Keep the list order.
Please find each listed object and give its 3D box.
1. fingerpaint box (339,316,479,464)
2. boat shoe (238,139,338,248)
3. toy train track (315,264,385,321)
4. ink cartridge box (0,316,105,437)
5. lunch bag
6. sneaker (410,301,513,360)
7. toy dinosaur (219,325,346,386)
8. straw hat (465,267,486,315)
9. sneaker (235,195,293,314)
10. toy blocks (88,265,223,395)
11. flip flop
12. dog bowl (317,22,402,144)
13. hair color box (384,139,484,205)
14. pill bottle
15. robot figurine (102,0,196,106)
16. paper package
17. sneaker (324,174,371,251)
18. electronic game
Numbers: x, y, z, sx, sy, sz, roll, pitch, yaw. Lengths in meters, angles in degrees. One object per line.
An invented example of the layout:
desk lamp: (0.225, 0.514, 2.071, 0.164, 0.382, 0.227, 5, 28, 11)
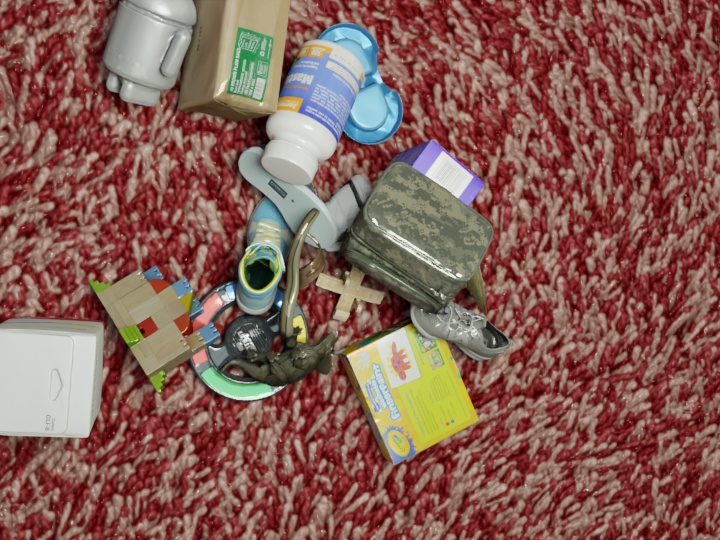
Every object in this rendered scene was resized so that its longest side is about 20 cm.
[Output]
fingerpaint box: (0.079, 0.193, 1.447, 0.166, 0.073, 0.201, -25, 96, -12)
boat shoe: (-0.097, -0.128, 1.371, 0.200, 0.091, 0.071, 47, 123, -2)
toy train track: (0.000, 0.000, 1.385, 0.114, 0.033, 0.201, 16, 114, -14)
ink cartridge box: (-0.451, 0.148, 1.251, 0.144, 0.200, 0.146, 4, 90, -14)
lunch bag: (0.076, -0.033, 1.280, 0.199, 0.168, 0.140, 32, 57, -3)
sneaker: (0.165, 0.082, 1.398, 0.199, 0.082, 0.075, 26, 64, -32)
toy dinosaur: (-0.118, 0.150, 1.359, 0.199, 0.077, 0.103, -24, 137, -4)
straw hat: (0.143, -0.017, 1.412, 0.085, 0.201, 0.202, -12, 95, 2)
sneaker: (-0.142, -0.040, 1.341, 0.079, 0.131, 0.201, 9, 72, -7)
toy blocks: (-0.304, 0.068, 1.334, 0.136, 0.100, 0.200, -33, 77, -14)
flip flop: (-0.084, 0.005, 1.311, 0.057, 0.081, 0.201, 10, 93, -3)
dog bowl: (-0.008, -0.303, 1.423, 0.111, 0.050, 0.201, -26, 98, -11)
hair color box: (0.107, -0.141, 1.378, 0.109, 0.200, 0.065, 39, 85, -10)
pill bottle: (-0.076, -0.235, 1.305, 0.112, 0.112, 0.201, 26, 71, -13)
robot figurine: (-0.315, -0.351, 1.298, 0.113, 0.169, 0.201, -1, 119, -54)
paper package: (-0.191, -0.336, 1.301, 0.103, 0.190, 0.201, 8, 90, -28)
sneaker: (0.001, -0.047, 1.424, 0.115, 0.075, 0.201, -30, 105, -1)
electronic game: (-0.181, 0.112, 1.397, 0.199, 0.042, 0.201, -1, 92, -14)
